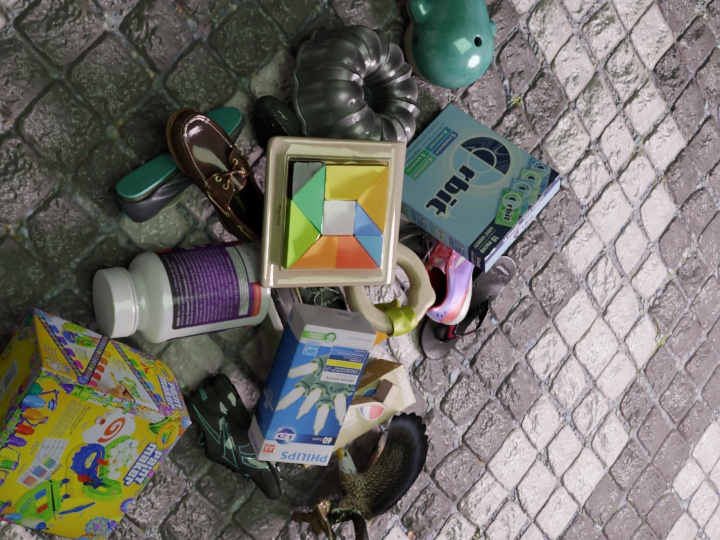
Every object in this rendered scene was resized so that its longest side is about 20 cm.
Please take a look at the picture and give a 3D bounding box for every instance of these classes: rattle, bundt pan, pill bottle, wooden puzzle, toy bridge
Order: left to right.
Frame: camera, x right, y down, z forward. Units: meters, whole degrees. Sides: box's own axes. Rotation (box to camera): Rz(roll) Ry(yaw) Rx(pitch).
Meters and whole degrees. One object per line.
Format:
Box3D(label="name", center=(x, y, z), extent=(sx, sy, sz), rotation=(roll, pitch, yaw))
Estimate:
Box3D(label="pill bottle", center=(-0.221, 0.028, 1.234), extent=(0.199, 0.111, 0.112), rotation=(-9, 105, -32))
Box3D(label="wooden puzzle", center=(-0.029, -0.070, 1.243), extent=(0.198, 0.037, 0.187), rotation=(-2, 103, -29))
Box3D(label="toy bridge", center=(-0.029, 0.151, 1.349), extent=(0.199, 0.027, 0.068), rotation=(32, 87, -37))
Box3D(label="rattle", center=(0.000, 0.000, 1.374), extent=(0.200, 0.143, 0.130), rotation=(45, 81, -7))
Box3D(label="bundt pan", center=(0.005, -0.230, 1.310), extent=(0.201, 0.075, 0.204), rotation=(10, 77, -46))

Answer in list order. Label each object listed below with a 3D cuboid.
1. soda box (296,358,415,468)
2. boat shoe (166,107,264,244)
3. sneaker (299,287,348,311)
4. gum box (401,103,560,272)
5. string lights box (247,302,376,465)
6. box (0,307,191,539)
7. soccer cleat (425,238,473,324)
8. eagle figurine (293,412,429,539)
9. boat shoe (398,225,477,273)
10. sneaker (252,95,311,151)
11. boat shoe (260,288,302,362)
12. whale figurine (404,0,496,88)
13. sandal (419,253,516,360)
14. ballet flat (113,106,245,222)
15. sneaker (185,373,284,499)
Box3D(label="soda box", center=(-0.022, 0.200, 1.426), extent=(0.199, 0.068, 0.064), rotation=(-27, 106, -26))
Box3D(label="boat shoe", center=(-0.159, -0.110, 1.199), extent=(0.070, 0.070, 0.200), rotation=(-48, 134, -16))
Box3D(label="sneaker", center=(-0.057, 0.017, 1.358), extent=(0.075, 0.082, 0.201), rotation=(-40, 119, -20))
Box3D(label="gum box", center=(0.150, -0.119, 1.403), extent=(0.170, 0.199, 0.045), rotation=(-47, 156, -16))
Box3D(label="string lights box", center=(-0.064, 0.147, 1.274), extent=(0.102, 0.059, 0.201), rotation=(9, 113, -26))
Box3D(label="box", center=(-0.336, 0.184, 1.148), extent=(0.192, 0.122, 0.200), rotation=(29, 105, -34))
Box3D(label="soccer cleat", center=(0.129, -0.026, 1.417), extent=(0.073, 0.068, 0.202), rotation=(17, 82, -51))
Box3D(label="eagle figurine", center=(0.013, 0.302, 1.422), extent=(0.199, 0.151, 0.152), rotation=(-26, 121, -27))
Box3D(label="boat shoe", center=(0.128, -0.024, 1.487), extent=(0.199, 0.057, 0.067), rotation=(11, 94, -35))
Box3D(label="sneaker", center=(-0.065, -0.171, 1.328), extent=(0.200, 0.076, 0.091), rotation=(45, 66, -39))
Box3D(label="boat shoe", center=(-0.091, 0.094, 1.349), extent=(0.060, 0.072, 0.202), rotation=(-30, 125, -23))
Box3D(label="whale figurine", center=(0.139, -0.355, 1.393), extent=(0.158, 0.104, 0.202), rotation=(9, 95, -34))
Box3D(label="sandal", center=(0.161, 0.060, 1.498), extent=(0.075, 0.045, 0.200), rotation=(29, 109, -37))
Box3D(label="ballet flat", center=(-0.219, -0.126, 1.236), extent=(0.200, 0.073, 0.073), rotation=(-42, 120, -26))
Box3D(label="sneaker", center=(-0.170, 0.234, 1.348), extent=(0.079, 0.075, 0.201), rotation=(-31, 110, -9))
